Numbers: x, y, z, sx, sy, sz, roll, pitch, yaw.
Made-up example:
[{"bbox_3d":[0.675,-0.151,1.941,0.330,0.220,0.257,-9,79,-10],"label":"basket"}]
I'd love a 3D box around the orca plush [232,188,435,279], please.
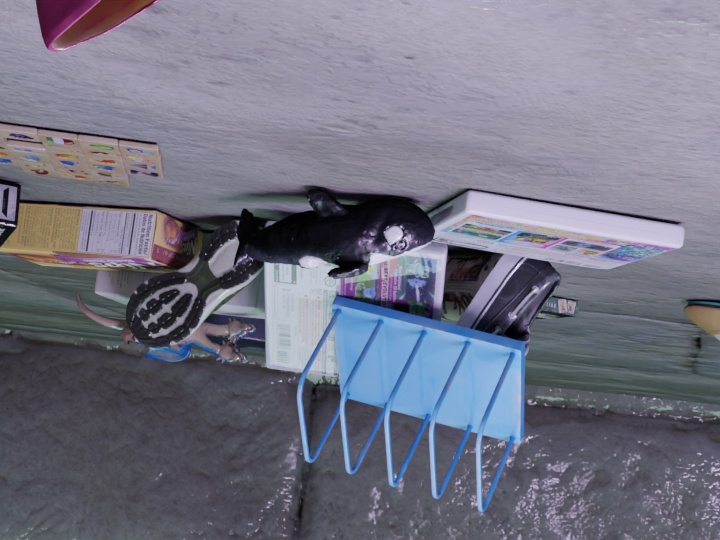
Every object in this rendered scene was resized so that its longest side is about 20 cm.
[{"bbox_3d":[-0.033,-0.051,1.454,0.199,0.071,0.105,7,-141,36],"label":"orca plush"}]

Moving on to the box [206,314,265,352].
[{"bbox_3d":[-0.132,0.042,1.993,0.198,0.105,0.182,9,173,-16],"label":"box"}]

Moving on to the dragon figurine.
[{"bbox_3d":[-0.219,0.068,1.794,0.198,0.059,0.099,4,166,17],"label":"dragon figurine"}]

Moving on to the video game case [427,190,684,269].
[{"bbox_3d":[0.167,-0.035,1.453,0.198,0.024,0.182,9,172,-11],"label":"video game case"}]

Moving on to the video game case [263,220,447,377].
[{"bbox_3d":[-0.008,0.037,1.626,0.181,0.023,0.201,7,134,5],"label":"video game case"}]

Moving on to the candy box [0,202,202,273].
[{"bbox_3d":[-0.285,-0.034,1.741,0.198,0.057,0.117,5,172,20],"label":"candy box"}]

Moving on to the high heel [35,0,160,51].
[{"bbox_3d":[-0.037,-0.130,0.617,0.199,0.097,0.067,3,172,30],"label":"high heel"}]

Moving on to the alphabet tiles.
[{"bbox_3d":[-0.256,-0.100,1.405,0.166,0.008,0.200,7,173,-5],"label":"alphabet tiles"}]

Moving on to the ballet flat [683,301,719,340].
[{"bbox_3d":[0.471,0.075,1.848,0.198,0.064,0.069,5,172,13],"label":"ballet flat"}]

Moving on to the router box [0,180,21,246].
[{"bbox_3d":[-0.448,-0.046,1.644,0.148,0.051,0.200,11,157,-25],"label":"router box"}]

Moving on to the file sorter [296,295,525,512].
[{"bbox_3d":[0.049,0.135,1.578,0.199,0.123,0.139,14,136,18],"label":"file sorter"}]

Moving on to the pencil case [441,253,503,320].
[{"bbox_3d":[0.079,0.019,1.723,0.199,0.079,0.089,2,-176,36],"label":"pencil case"}]

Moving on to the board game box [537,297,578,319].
[{"bbox_3d":[0.162,0.036,1.992,0.199,0.024,0.105,11,174,-30],"label":"board game box"}]

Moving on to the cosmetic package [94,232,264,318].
[{"bbox_3d":[-0.188,0.004,1.825,0.198,0.086,0.108,4,171,15],"label":"cosmetic package"}]

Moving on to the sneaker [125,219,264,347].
[{"bbox_3d":[-0.162,0.016,1.707,0.199,0.077,0.089,-34,174,21],"label":"sneaker"}]

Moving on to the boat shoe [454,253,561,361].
[{"bbox_3d":[0.140,0.065,1.610,0.068,0.200,0.073,44,-150,23],"label":"boat shoe"}]
